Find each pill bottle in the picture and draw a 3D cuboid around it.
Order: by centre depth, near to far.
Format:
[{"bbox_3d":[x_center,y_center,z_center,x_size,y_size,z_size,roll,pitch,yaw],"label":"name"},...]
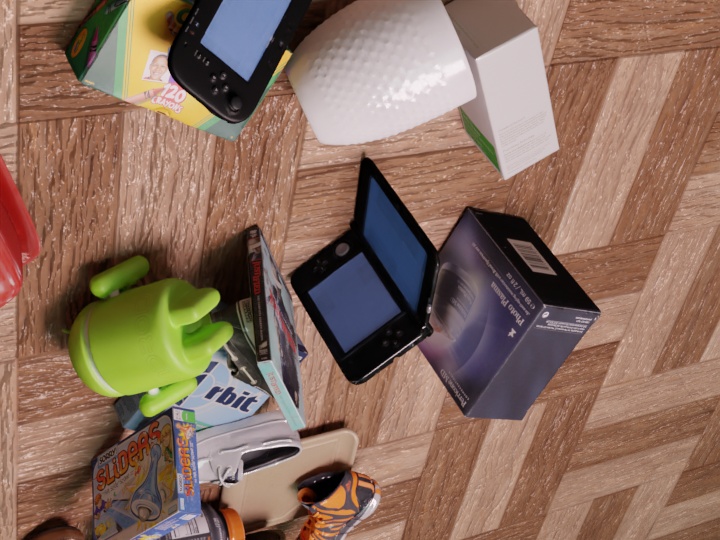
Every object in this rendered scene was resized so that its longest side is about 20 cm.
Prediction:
[{"bbox_3d":[-0.264,0.385,1.753,0.198,0.107,0.107,-3,131,-32],"label":"pill bottle"}]

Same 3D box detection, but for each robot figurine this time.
[{"bbox_3d":[-0.248,0.078,1.425,0.198,0.116,0.177,-16,105,23],"label":"robot figurine"}]

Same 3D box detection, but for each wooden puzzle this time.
[{"bbox_3d":[-0.111,0.310,1.846,0.198,0.037,0.186,-7,134,-23],"label":"wooden puzzle"}]

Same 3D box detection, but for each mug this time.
[{"bbox_3d":[0.017,-0.210,1.350,0.174,0.149,0.200,-25,170,1],"label":"mug"}]

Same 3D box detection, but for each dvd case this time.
[{"bbox_3d":[-0.101,0.069,1.486,0.022,0.201,0.147,-15,139,5],"label":"dvd case"}]

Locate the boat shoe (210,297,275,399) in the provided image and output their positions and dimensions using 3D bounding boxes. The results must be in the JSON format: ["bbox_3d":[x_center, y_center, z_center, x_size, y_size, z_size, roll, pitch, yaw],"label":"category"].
[{"bbox_3d":[-0.133,0.104,1.534,0.063,0.071,0.201,-17,140,3],"label":"boat shoe"}]

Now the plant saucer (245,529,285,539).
[{"bbox_3d":[-0.196,0.436,1.808,0.198,0.200,0.030,-25,97,-11],"label":"plant saucer"}]

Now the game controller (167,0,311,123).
[{"bbox_3d":[-0.113,-0.245,1.209,0.104,0.042,0.202,41,65,-38],"label":"game controller"}]

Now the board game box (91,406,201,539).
[{"bbox_3d":[-0.272,0.270,1.559,0.034,0.137,0.199,16,143,-38],"label":"board game box"}]

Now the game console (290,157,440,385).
[{"bbox_3d":[0.000,0.000,1.483,0.175,0.201,0.117,-36,139,3],"label":"game console"}]

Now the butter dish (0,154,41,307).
[{"bbox_3d":[-0.418,-0.007,1.231,0.198,0.148,0.201,-25,140,-12],"label":"butter dish"}]

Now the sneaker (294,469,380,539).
[{"bbox_3d":[-0.070,0.369,1.853,0.112,0.078,0.201,32,101,-41],"label":"sneaker"}]

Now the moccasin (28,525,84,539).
[{"bbox_3d":[-0.449,0.423,1.686,0.201,0.078,0.074,-40,140,6],"label":"moccasin"}]

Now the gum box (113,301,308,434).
[{"bbox_3d":[-0.192,0.141,1.612,0.200,0.045,0.169,-47,138,15],"label":"gum box"}]

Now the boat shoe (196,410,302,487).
[{"bbox_3d":[-0.171,0.250,1.645,0.198,0.069,0.073,-13,137,-24],"label":"boat shoe"}]

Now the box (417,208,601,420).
[{"bbox_3d":[0.180,0.061,1.666,0.122,0.201,0.199,7,125,-39],"label":"box"}]

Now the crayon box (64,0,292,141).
[{"bbox_3d":[-0.180,-0.219,1.253,0.199,0.058,0.119,17,118,-43],"label":"crayon box"}]

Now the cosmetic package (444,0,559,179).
[{"bbox_3d":[0.161,-0.220,1.450,0.084,0.108,0.201,-29,138,-4],"label":"cosmetic package"}]
